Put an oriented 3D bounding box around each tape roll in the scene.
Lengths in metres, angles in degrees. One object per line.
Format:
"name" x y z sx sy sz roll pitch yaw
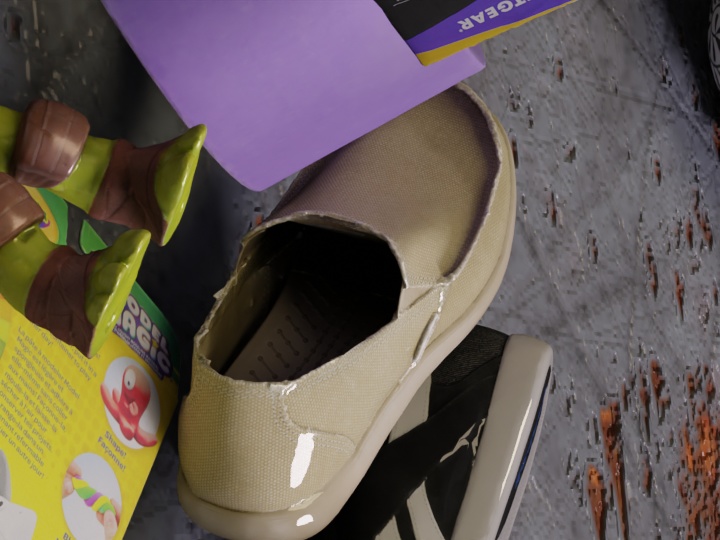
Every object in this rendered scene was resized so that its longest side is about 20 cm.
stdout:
"tape roll" -0.044 -0.132 0.827 0.200 0.085 0.200 60 7 -12

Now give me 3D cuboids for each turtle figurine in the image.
"turtle figurine" -0.132 -0.035 0.721 0.161 0.064 0.200 27 29 1

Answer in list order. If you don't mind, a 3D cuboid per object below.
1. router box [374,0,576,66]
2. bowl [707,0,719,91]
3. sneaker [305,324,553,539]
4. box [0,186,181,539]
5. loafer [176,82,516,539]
"router box" -0.005 -0.178 0.695 0.157 0.052 0.200 49 26 -40
"bowl" 0.243 -0.084 1.308 0.200 0.094 0.201 27 20 -11
"sneaker" -0.012 0.097 0.878 0.073 0.112 0.200 90 17 -49
"box" -0.121 0.059 0.768 0.117 0.048 0.200 54 42 -34
"loafer" 0.000 0.000 0.867 0.068 0.075 0.200 89 21 -49
